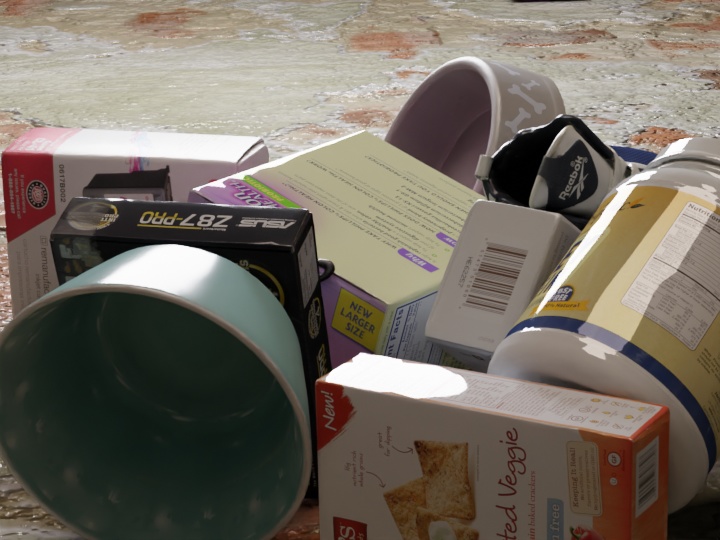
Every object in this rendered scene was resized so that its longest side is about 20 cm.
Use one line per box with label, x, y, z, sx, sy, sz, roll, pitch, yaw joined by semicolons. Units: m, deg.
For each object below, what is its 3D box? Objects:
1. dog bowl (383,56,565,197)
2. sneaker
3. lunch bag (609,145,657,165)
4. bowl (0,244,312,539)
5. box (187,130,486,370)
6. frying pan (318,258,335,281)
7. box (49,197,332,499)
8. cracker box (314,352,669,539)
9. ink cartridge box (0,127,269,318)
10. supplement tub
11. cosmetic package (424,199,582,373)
dog bowl;0.074;-0.071;1.695;0.058;0.201;0.200;21;6;-27
sneaker;0.163;-0.046;1.447;0.198;0.080;0.129;19;-4;24
lunch bag;0.181;-0.010;1.708;0.135;0.133;0.200;7;24;-12
bowl;-0.113;0.064;1.327;0.199;0.202;0.105;3;35;14
box;0.000;0.000;1.545;0.175;0.097;0.199;30;30;27
frying pan;-0.109;0.037;1.466;0.189;0.116;0.031;10;10;28
box;-0.100;0.050;1.411;0.160;0.201;0.049;5;37;16
cracker box;0.072;0.131;1.252;0.199;0.135;0.058;9;20;30
ink cartridge box;-0.178;-0.032;1.776;0.198;0.149;0.086;3;17;15
supplement tub;0.180;0.031;1.327;0.144;0.145;0.200;12;51;37
cosmetic package;0.135;0.040;1.448;0.074;0.102;0.200;13;-15;40
